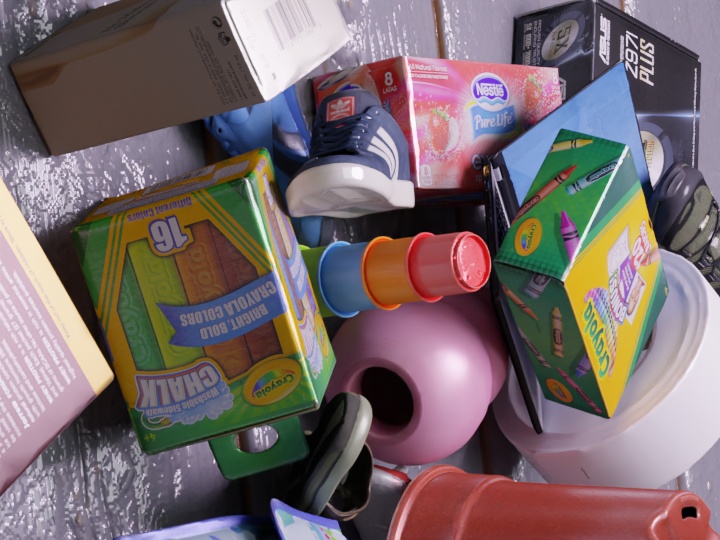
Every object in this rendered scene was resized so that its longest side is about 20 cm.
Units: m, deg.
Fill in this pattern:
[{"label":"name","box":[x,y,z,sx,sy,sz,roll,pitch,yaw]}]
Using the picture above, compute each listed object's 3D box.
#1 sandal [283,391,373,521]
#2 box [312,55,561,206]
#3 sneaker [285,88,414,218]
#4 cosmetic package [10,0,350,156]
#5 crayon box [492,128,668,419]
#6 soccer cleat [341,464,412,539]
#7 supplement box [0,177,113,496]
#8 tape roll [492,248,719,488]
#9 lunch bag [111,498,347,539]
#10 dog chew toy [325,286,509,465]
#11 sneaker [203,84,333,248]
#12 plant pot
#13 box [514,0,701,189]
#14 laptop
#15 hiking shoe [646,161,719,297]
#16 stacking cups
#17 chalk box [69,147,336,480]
[{"label":"sandal","box":[-0.016,0.143,1.586,0.057,0.201,0.080,16,69,-8]},{"label":"box","box":[0.065,-0.105,1.785,0.199,0.094,0.104,-1,83,-50]},{"label":"sneaker","box":[-0.011,-0.082,1.587,0.200,0.074,0.085,3,79,-81]},{"label":"cosmetic package","box":[-0.117,-0.140,1.494,0.105,0.199,0.071,-42,114,-46]},{"label":"crayon box","box":[0.163,0.005,1.693,0.119,0.058,0.200,-62,152,-23]},{"label":"soccer cleat","box":[0.042,0.224,1.721,0.201,0.068,0.085,57,41,-32]},{"label":"supplement box","box":[-0.282,0.045,1.314,0.200,0.132,0.198,-49,120,-43]},{"label":"tape roll","box":[0.203,0.082,1.834,0.071,0.201,0.203,48,50,-34]},{"label":"lunch bag","box":[-0.059,0.246,1.478,0.199,0.128,0.171,-5,54,-38]},{"label":"dog chew toy","box":[0.054,0.065,1.727,0.200,0.124,0.125,-33,109,-60]},{"label":"sneaker","box":[-0.077,-0.099,1.654,0.078,0.066,0.201,-25,115,-16]},{"label":"plant pot","box":[0.146,0.233,1.637,0.200,0.194,0.203,16,71,-59]},{"label":"box","box":[0.206,-0.105,1.961,0.163,0.086,0.202,21,68,-46]},{"label":"laptop","box":[0.164,-0.016,1.762,0.188,0.115,0.201,67,17,-52]},{"label":"hiking shoe","box":[0.293,-0.015,1.882,0.076,0.100,0.200,-58,147,-18]},{"label":"stacking cups","box":[0.000,0.000,1.606,0.060,0.199,0.061,14,71,-46]},{"label":"chalk box","box":[-0.092,0.040,1.516,0.124,0.123,0.201,-68,140,-78]}]
